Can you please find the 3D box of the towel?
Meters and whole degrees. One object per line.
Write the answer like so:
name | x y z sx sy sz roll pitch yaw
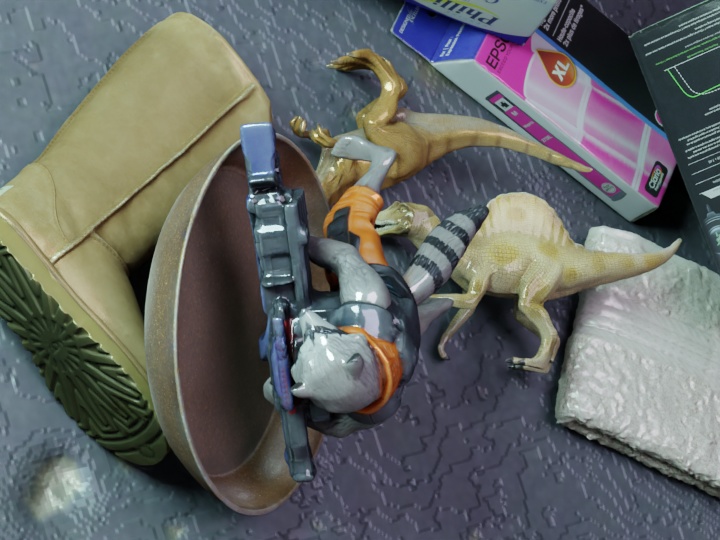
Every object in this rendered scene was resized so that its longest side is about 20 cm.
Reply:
towel | 0.210 0.069 1.543 0.199 0.034 0.133 25 61 -23

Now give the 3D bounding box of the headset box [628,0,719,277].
headset box | 0.266 -0.070 1.548 0.174 0.092 0.201 -14 82 -63

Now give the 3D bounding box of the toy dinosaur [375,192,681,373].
toy dinosaur | 0.101 0.007 1.464 0.198 0.058 0.102 8 85 -15

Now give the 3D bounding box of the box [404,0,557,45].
box | 0.051 -0.267 1.496 0.183 0.105 0.201 19 63 -13

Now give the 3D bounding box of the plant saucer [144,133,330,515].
plant saucer | -0.064 0.027 1.333 0.200 0.034 0.202 3 90 -66

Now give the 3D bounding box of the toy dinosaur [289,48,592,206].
toy dinosaur | 0.023 -0.077 1.464 0.199 0.060 0.107 -18 89 -23

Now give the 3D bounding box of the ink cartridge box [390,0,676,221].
ink cartridge box | 0.118 -0.126 1.553 0.199 0.037 0.095 36 58 -15

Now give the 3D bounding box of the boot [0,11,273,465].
boot | -0.105 -0.021 1.360 0.176 0.066 0.200 54 51 -12

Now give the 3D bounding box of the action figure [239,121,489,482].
action figure | 0.000 0.000 1.317 0.194 0.104 0.201 -69 154 -57
